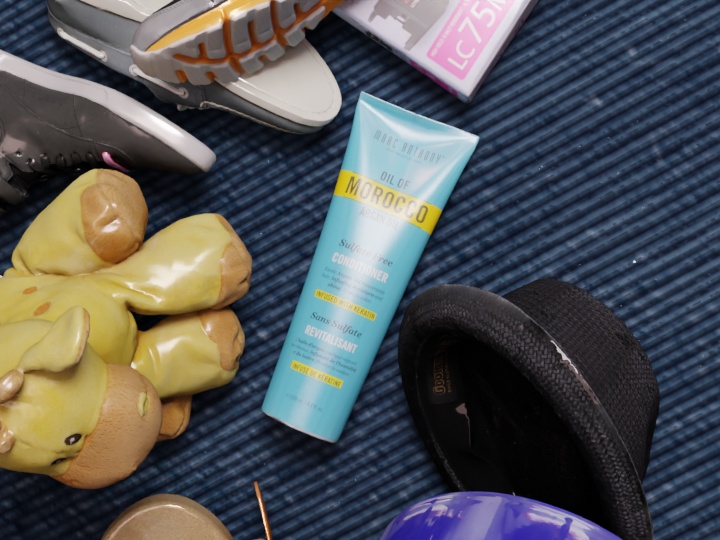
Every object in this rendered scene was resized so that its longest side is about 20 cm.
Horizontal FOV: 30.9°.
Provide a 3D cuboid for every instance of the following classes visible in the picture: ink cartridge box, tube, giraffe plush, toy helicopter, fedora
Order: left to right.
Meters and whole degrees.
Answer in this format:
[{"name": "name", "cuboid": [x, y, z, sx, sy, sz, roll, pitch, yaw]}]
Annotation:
[{"name": "giraffe plush", "cuboid": [-0.159, 0.049, 0.709, 0.197, 0.163, 0.175, 7, 114, -10]}, {"name": "toy helicopter", "cuboid": [-0.078, 0.222, 0.792, 0.132, 0.079, 0.201, -36, 97, -3]}, {"name": "tube", "cuboid": [0.000, 0.000, 0.785, 0.076, 0.050, 0.203, 21, 88, -1]}, {"name": "ink cartridge box", "cuboid": [0.017, -0.206, 0.781, 0.199, 0.042, 0.120, 35, 94, 7]}, {"name": "fedora", "cuboid": [0.111, 0.080, 0.730, 0.091, 0.201, 0.202, -35, 85, -27]}]

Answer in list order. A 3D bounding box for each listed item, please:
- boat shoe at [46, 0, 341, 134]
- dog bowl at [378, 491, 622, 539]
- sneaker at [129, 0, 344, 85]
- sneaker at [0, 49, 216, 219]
[{"name": "boat shoe", "cuboid": [-0.105, -0.134, 0.797, 0.198, 0.073, 0.062, 28, 137, -1]}, {"name": "dog bowl", "cuboid": [0.083, 0.216, 0.701, 0.197, 0.079, 0.202, 16, 134, 17]}, {"name": "sneaker", "cuboid": [-0.047, -0.176, 0.731, 0.199, 0.078, 0.078, -34, 81, -9]}, {"name": "sneaker", "cuboid": [-0.186, -0.066, 0.787, 0.197, 0.071, 0.100, 20, 82, 13]}]
